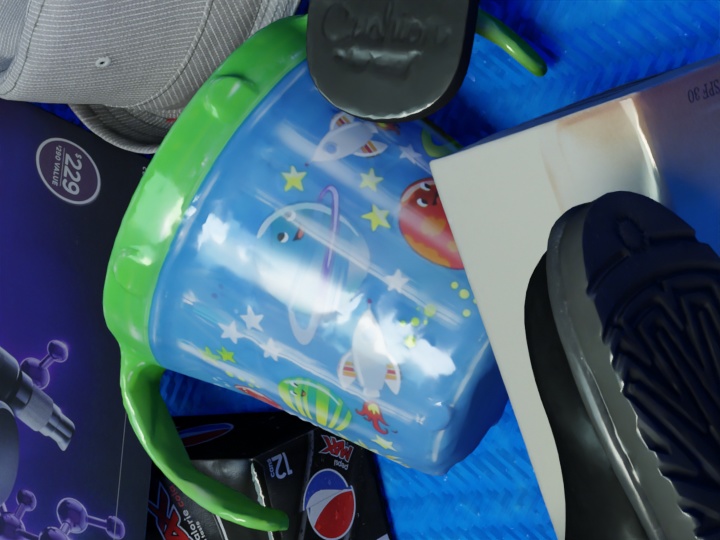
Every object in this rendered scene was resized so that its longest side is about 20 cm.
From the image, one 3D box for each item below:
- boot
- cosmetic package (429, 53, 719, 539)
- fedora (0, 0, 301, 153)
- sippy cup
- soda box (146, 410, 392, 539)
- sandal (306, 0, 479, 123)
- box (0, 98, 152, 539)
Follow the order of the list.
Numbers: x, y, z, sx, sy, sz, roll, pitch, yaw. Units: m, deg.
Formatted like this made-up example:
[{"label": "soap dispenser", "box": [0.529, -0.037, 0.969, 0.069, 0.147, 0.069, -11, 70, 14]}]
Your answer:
[{"label": "boot", "box": [0.057, 0.095, 0.728, 0.157, 0.079, 0.212, -19, 93, 37]}, {"label": "cosmetic package", "box": [0.112, 0.037, 0.786, 0.087, 0.103, 0.201, -16, 96, 40]}, {"label": "fedora", "box": [-0.100, -0.135, 0.891, 0.177, 0.090, 0.200, 59, 136, 25]}, {"label": "sippy cup", "box": [0.000, 0.000, 0.856, 0.130, 0.140, 0.178, 32, 133, 15]}, {"label": "soda box", "box": [-0.086, 0.098, 0.993, 0.199, 0.071, 0.064, -6, 101, 42]}, {"label": "sandal", "box": [0.015, -0.150, 0.796, 0.075, 0.045, 0.201, 2, 81, 21]}, {"label": "box", "box": [-0.151, 0.032, 0.917, 0.079, 0.141, 0.201, -33, 42, 40]}]
